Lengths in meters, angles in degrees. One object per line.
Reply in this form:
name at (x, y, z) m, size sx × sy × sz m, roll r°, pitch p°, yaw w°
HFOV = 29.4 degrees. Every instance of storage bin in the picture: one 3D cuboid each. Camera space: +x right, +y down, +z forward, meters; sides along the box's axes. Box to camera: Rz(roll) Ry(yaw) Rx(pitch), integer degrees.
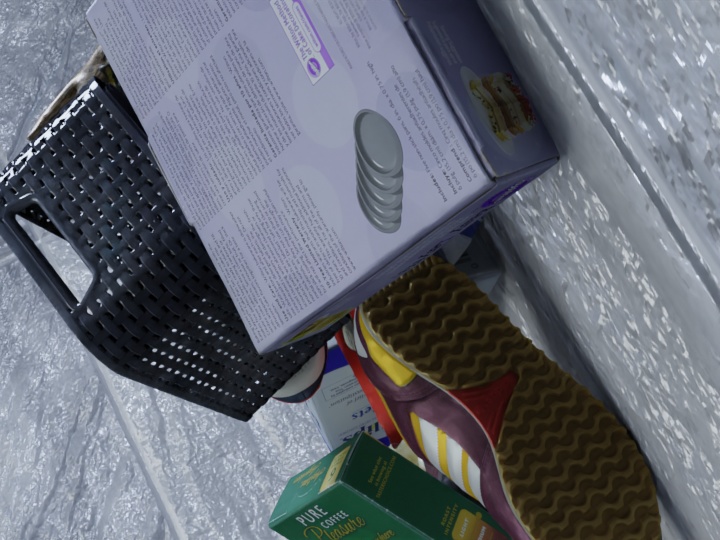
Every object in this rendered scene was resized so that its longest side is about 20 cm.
storage bin at (-0.103, -0.006, 0.775) m, size 0.135 × 0.094 × 0.200 m, roll 48°, pitch -175°, yaw 24°

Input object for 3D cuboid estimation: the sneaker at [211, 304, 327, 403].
sneaker at (-0.077, 0.002, 0.926) m, size 0.085 × 0.074 × 0.202 m, roll 71°, pitch 179°, yaw -68°

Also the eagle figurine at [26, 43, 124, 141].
eagle figurine at (-0.123, -0.104, 1.026) m, size 0.200 × 0.152 × 0.151 m, roll 41°, pitch -165°, yaw -24°

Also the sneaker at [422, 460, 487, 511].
sneaker at (0.062, 0.121, 0.994) m, size 0.200 × 0.075 × 0.116 m, roll 126°, pitch 120°, yaw -83°

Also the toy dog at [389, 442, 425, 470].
toy dog at (0.041, 0.240, 1.113) m, size 0.194 × 0.140 × 0.200 m, roll 42°, pitch -158°, yaw -6°

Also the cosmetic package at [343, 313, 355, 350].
cosmetic package at (0.000, 0.000, 0.995) m, size 0.201 × 0.071 × 0.106 m, roll 58°, pitch 170°, yaw 36°

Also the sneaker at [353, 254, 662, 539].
sneaker at (0.071, 0.083, 0.681) m, size 0.201 × 0.075 × 0.090 m, roll 52°, pitch 162°, yaw 18°

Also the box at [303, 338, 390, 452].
box at (-0.030, 0.052, 1.282) m, size 0.185 × 0.104 × 0.201 m, roll 59°, pitch 173°, yaw 36°

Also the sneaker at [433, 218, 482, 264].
sneaker at (-0.014, -0.096, 0.716) m, size 0.198 × 0.116 × 0.081 m, roll 29°, pitch 166°, yaw 19°

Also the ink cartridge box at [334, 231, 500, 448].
ink cartridge box at (-0.003, -0.001, 0.826) m, size 0.163 × 0.050 × 0.201 m, roll 60°, pitch 147°, yaw 26°

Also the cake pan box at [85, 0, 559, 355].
cake pan box at (-0.029, -0.087, 0.598) m, size 0.184 × 0.052 × 0.201 m, roll -38°, pitch 78°, yaw 45°

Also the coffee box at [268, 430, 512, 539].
coffee box at (0.049, 0.188, 0.905) m, size 0.199 × 0.044 × 0.123 m, roll 33°, pitch 147°, yaw -9°
